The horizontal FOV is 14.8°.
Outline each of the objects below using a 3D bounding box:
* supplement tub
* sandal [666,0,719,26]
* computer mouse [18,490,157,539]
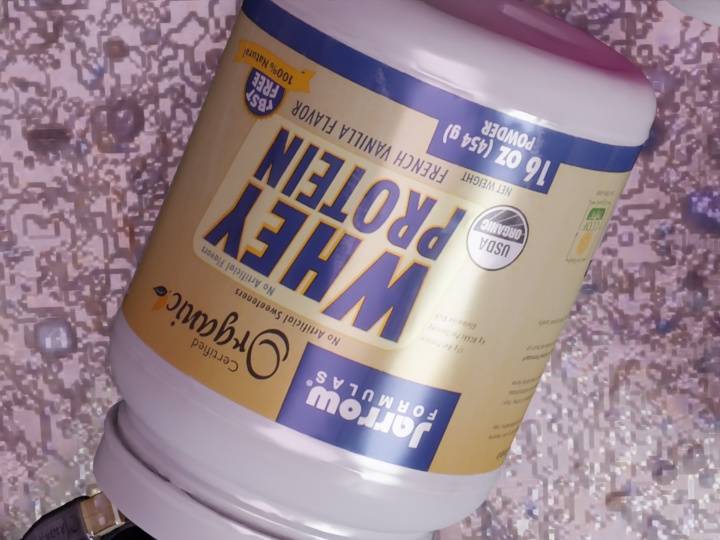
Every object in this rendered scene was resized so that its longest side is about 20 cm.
[{"bbox_3d":[0.000,0.000,0.946,0.144,0.144,0.201,21,103,-5],"label":"supplement tub"},{"bbox_3d":[0.183,-0.112,0.823,0.202,0.083,0.050,-21,142,1],"label":"sandal"},{"bbox_3d":[-0.052,0.157,1.032,0.110,0.044,0.200,-35,106,30],"label":"computer mouse"}]
